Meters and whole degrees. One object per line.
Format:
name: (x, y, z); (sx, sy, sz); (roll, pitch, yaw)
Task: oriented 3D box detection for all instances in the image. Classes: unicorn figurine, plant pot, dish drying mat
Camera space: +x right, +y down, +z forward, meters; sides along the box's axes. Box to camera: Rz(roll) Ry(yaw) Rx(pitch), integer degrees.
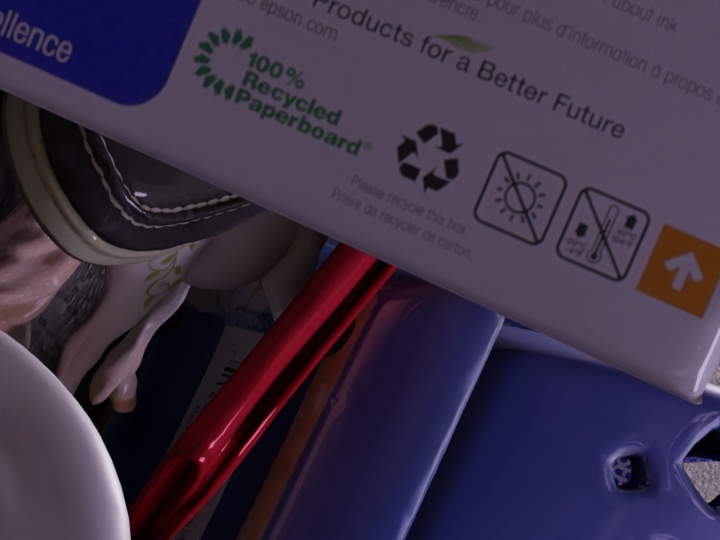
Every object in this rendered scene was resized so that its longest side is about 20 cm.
unicorn figurine: (-0.044, -0.015, 0.740); (0.138, 0.074, 0.200); (-64, 173, 13)
plant pot: (0.010, 0.099, 0.850); (0.200, 0.180, 0.200); (11, -108, 60)
dish drying mat: (0.000, 0.000, 0.727); (0.200, 0.018, 0.077); (-51, 180, -35)

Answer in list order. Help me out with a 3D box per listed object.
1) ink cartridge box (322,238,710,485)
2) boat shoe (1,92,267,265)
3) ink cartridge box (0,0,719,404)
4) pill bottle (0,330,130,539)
ink cartridge box: (0.067, 0.056, 1.119); (0.136, 0.200, 0.076); (37, 77, -80)
boat shoe: (-0.012, -0.060, 0.673); (0.201, 0.066, 0.072); (-33, 103, -53)
ink cartridge box: (0.006, -0.110, 0.431); (0.047, 0.197, 0.200); (-2, 116, -82)
pill bottle: (-0.107, 0.103, 0.549); (0.200, 0.119, 0.120); (98, 19, -56)
